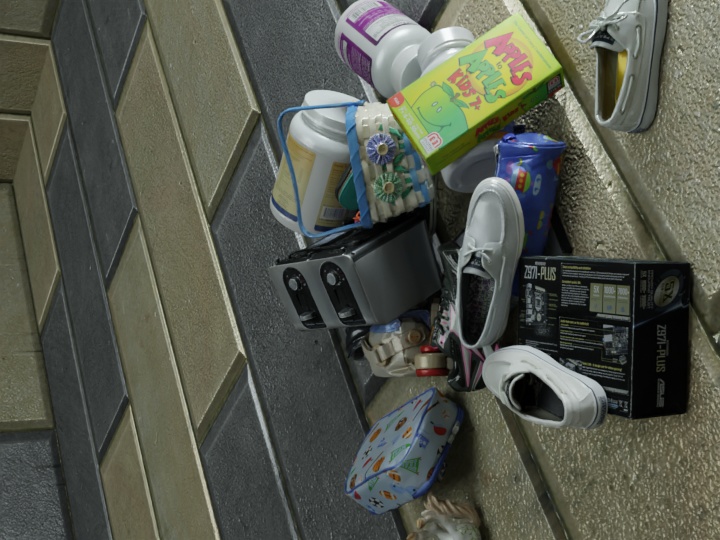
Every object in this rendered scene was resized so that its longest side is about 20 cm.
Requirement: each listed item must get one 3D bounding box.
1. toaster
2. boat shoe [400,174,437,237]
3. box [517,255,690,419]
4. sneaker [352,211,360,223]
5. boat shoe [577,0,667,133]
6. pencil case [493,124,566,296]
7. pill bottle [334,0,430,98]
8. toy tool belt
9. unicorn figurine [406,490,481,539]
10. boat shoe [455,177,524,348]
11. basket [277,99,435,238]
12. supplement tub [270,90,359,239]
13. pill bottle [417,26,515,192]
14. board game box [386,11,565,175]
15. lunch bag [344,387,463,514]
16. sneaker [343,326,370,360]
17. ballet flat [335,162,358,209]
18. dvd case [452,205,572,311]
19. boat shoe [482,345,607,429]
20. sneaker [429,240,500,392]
[{"bbox_3d":[0.000,0.000,1.571,0.179,0.199,0.121,-7,108,45],"label":"toaster"},{"bbox_3d":[0.072,-0.144,1.640,0.074,0.061,0.204,-12,78,61],"label":"boat shoe"},{"bbox_3d":[0.269,0.069,1.264,0.199,0.085,0.167,3,94,60],"label":"box"},{"bbox_3d":[0.014,-0.064,1.721,0.076,0.077,0.203,52,132,46],"label":"sneaker"},{"bbox_3d":[0.283,-0.258,1.246,0.074,0.085,0.206,14,102,59],"label":"boat shoe"},{"bbox_3d":[0.192,-0.071,1.366,0.078,0.085,0.204,-70,-11,-74],"label":"pencil case"},{"bbox_3d":[0.049,-0.314,1.633,0.200,0.110,0.114,49,130,49],"label":"pill bottle"},{"bbox_3d":[0.070,0.087,1.573,0.200,0.122,0.126,163,106,-72],"label":"toy tool belt"},{"bbox_3d":[0.125,0.407,1.495,0.074,0.135,0.204,171,113,-69],"label":"unicorn figurine"},{"bbox_3d":[0.144,-0.006,1.321,0.071,0.068,0.204,16,107,23],"label":"boat shoe"},{"bbox_3d":[-0.004,-0.147,1.511,0.139,0.196,0.180,-60,-42,-69],"label":"basket"},{"bbox_3d":[-0.056,-0.168,1.781,0.145,0.142,0.203,52,132,47],"label":"supplement tub"},{"bbox_3d":[0.137,-0.215,1.476,0.112,0.110,0.203,-47,51,49],"label":"pill bottle"},{"bbox_3d":[0.142,-0.219,1.387,0.102,0.198,0.048,57,-179,26],"label":"board game box"},{"bbox_3d":[0.064,0.253,1.585,0.200,0.075,0.161,-37,19,52],"label":"lunch bag"},{"bbox_3d":[-0.017,0.085,1.774,0.199,0.074,0.116,-12,77,57],"label":"sneaker"},{"bbox_3d":[0.023,-0.175,1.620,0.200,0.067,0.069,-47,24,35],"label":"ballet flat"},{"bbox_3d":[0.193,-0.032,1.467,0.200,0.017,0.145,-51,48,48],"label":"dvd case"},{"bbox_3d":[0.188,0.134,1.255,0.199,0.065,0.073,27,114,57],"label":"boat shoe"},{"bbox_3d":[0.126,0.067,1.444,0.080,0.085,0.204,-109,3,-85],"label":"sneaker"}]
